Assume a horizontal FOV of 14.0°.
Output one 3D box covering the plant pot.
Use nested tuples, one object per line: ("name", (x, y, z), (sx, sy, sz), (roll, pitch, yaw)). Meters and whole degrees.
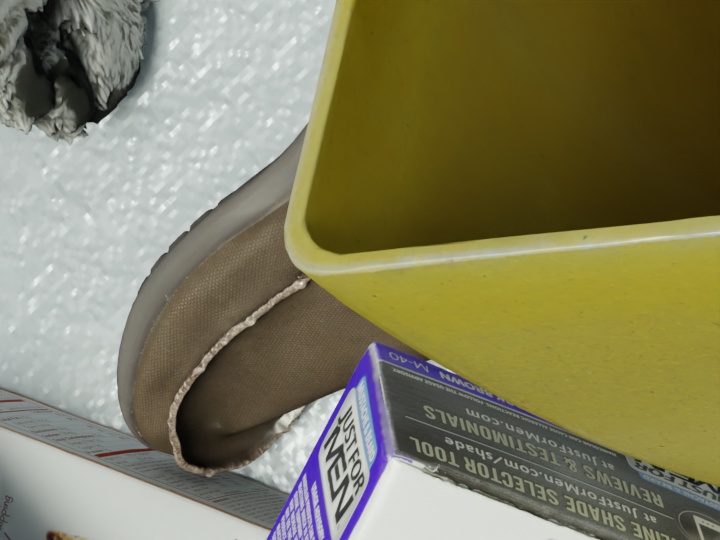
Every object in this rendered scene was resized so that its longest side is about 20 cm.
("plant pot", (0.125, -0.048, 0.660), (0.199, 0.176, 0.201), (-5, 57, 28))

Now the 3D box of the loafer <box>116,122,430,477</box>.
("loafer", (0.000, 0.000, 0.837), (0.200, 0.073, 0.071), (-50, 61, 34))

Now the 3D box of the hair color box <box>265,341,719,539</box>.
("hair color box", (0.010, 0.130, 0.741), (0.109, 0.065, 0.201), (22, 113, -16))

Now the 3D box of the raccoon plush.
("raccoon plush", (-0.136, -0.116, 0.927), (0.133, 0.097, 0.201), (3, 76, 35))

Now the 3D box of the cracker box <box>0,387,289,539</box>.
("cracker box", (-0.065, 0.128, 0.898), (0.199, 0.058, 0.135), (18, 98, 25))
